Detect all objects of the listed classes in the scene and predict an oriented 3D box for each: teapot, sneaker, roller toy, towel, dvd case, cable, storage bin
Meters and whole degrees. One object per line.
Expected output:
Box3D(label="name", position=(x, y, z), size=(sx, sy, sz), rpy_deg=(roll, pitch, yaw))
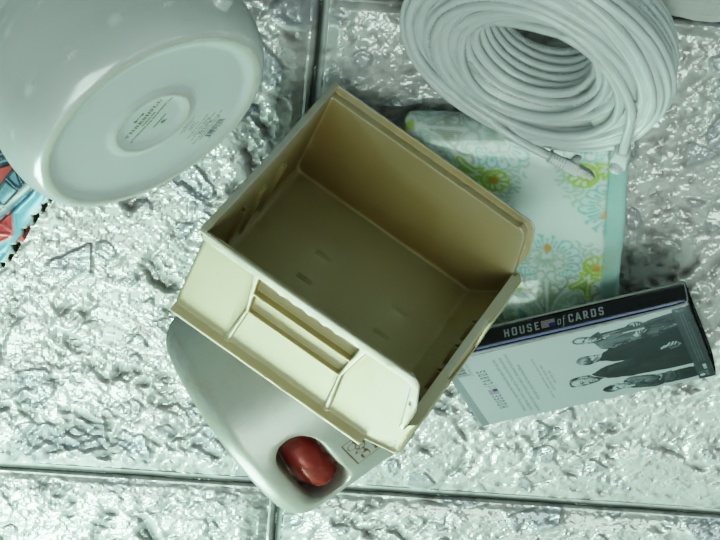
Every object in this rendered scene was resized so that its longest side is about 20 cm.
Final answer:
Box3D(label="teapot", position=(-0.167, -0.151, 1.560), size=(0.200, 0.146, 0.198), rpy_deg=(-27, 156, -14))
Box3D(label="sneaker", position=(-0.268, -0.083, 1.781), size=(0.095, 0.079, 0.200), rpy_deg=(26, 125, -17))
Box3D(label="roller toy", position=(-0.046, 0.081, 1.835), size=(0.140, 0.182, 0.200), rpy_deg=(-35, 96, 4))
Box3D(label="towel", position=(0.116, -0.035, 1.837), size=(0.171, 0.048, 0.200), rpy_deg=(0, 129, -1))
Box3D(label="dvd case", position=(0.173, 0.069, 1.899), size=(0.199, 0.025, 0.150), rpy_deg=(-13, 153, 11))
Box3D(label="cable", position=(0.128, -0.161, 1.671), size=(0.200, 0.069, 0.200), rpy_deg=(27, 152, -3))
Box3D(label="storage bin", position=(0.000, 0.000, 1.724), size=(0.198, 0.200, 0.094), rpy_deg=(35, 135, 4))

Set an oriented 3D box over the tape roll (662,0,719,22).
Box3D(label="tape roll", position=(0.248, -0.270, 1.625), size=(0.202, 0.071, 0.203), rpy_deg=(1, 130, 1))
